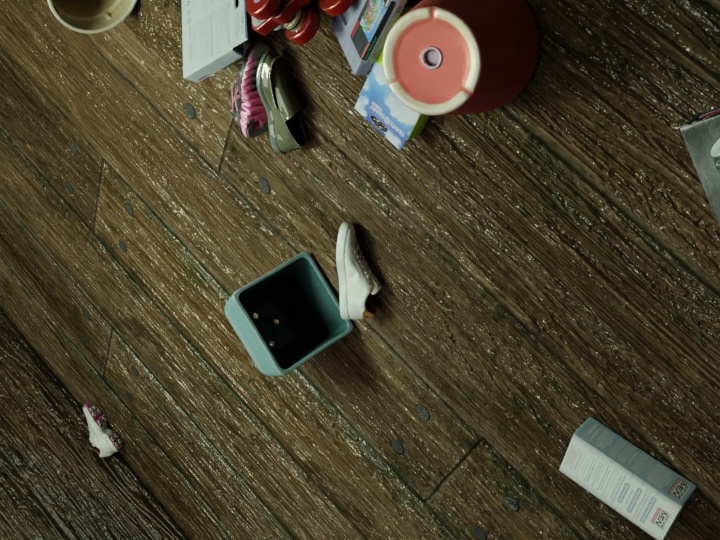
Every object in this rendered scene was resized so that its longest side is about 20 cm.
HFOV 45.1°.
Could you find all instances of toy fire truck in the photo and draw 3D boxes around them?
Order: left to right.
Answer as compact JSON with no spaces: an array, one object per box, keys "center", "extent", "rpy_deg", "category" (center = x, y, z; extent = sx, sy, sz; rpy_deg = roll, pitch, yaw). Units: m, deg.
[{"center":[-0.103,-0.478,1.400],"extent":[0.200,0.112,0.168],"rpy_deg":[-29,56,35],"category":"toy fire truck"}]

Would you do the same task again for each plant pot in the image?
[{"center":[-0.594,-0.630,1.819],"extent":[0.183,0.200,0.201],"rpy_deg":[45,141,35],"category":"plant pot"},{"center":[-0.173,0.109,1.849],"extent":[0.196,0.196,0.200],"rpy_deg":[58,151,0],"category":"plant pot"},{"center":[0.130,-0.303,1.211],"extent":[0.200,0.177,0.201],"rpy_deg":[10,113,24],"category":"plant pot"}]

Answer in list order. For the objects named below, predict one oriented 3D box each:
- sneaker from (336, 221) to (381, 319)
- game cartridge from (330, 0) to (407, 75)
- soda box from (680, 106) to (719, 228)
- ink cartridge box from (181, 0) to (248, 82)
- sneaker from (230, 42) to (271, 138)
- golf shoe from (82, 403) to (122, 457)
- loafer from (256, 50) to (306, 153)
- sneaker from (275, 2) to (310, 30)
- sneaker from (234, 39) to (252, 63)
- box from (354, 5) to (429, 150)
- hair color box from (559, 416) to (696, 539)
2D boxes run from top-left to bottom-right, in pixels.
[{"center":[0.000,0.000,1.696],"extent":[0.085,0.073,0.200],"rpy_deg":[1,112,13],"category":"sneaker"},{"center":[0.015,-0.422,1.375],"extent":[0.200,0.038,0.130],"rpy_deg":[-56,44,49],"category":"game cartridge"},{"center":[0.481,-0.109,1.096],"extent":[0.071,0.063,0.200],"rpy_deg":[-16,103,50],"category":"soda box"},{"center":[-0.256,-0.469,1.586],"extent":[0.200,0.043,0.196],"rpy_deg":[-13,74,42],"category":"ink cartridge box"},{"center":[-0.219,-0.358,1.680],"extent":[0.095,0.079,0.200],"rpy_deg":[47,140,32],"category":"sneaker"},{"center":[-0.909,0.554,2.990],"extent":[0.092,0.075,0.200],"rpy_deg":[-35,85,10],"category":"golf shoe"},{"center":[-0.139,-0.314,1.625],"extent":[0.070,0.075,0.200],"rpy_deg":[9,126,30],"category":"loafer"},{"center":[-0.166,-0.509,1.492],"extent":[0.200,0.088,0.075],"rpy_deg":[60,158,1],"category":"sneaker"},{"center":[-0.299,-0.423,1.699],"extent":[0.200,0.089,0.077],"rpy_deg":[-2,113,48],"category":"sneaker"},{"center":[0.074,-0.308,1.409],"extent":[0.122,0.048,0.200],"rpy_deg":[45,139,16],"category":"box"},{"center":[0.440,0.345,1.443],"extent":[0.200,0.061,0.099],"rpy_deg":[34,136,28],"category":"hair color box"}]
